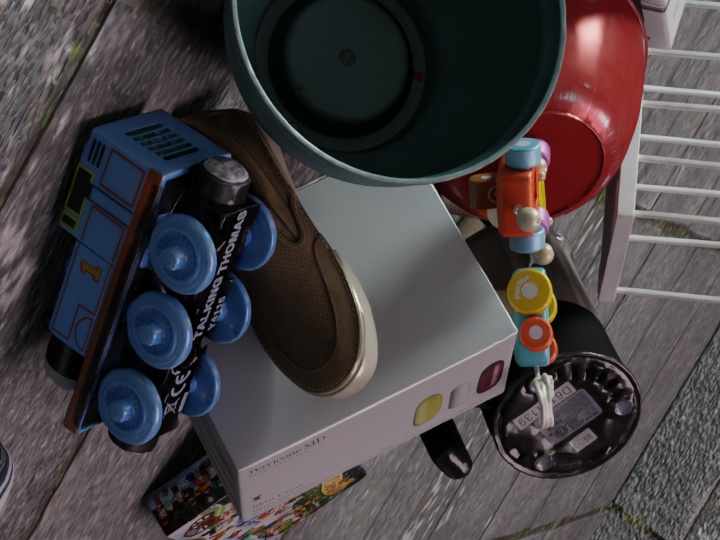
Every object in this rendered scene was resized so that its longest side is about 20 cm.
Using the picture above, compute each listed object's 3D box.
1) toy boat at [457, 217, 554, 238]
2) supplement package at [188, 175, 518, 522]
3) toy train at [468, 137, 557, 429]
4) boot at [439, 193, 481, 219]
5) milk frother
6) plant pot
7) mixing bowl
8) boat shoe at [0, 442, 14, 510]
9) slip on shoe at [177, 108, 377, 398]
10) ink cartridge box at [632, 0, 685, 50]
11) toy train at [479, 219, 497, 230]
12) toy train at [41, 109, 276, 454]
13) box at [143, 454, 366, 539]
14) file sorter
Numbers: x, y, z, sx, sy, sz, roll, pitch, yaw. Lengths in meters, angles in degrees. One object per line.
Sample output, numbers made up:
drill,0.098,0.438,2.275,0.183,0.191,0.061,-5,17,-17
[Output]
toy boat,0.132,0.025,1.819,0.200,0.130,0.131,-51,160,-18
supplement package,-0.023,0.039,1.286,0.199,0.156,0.111,-26,159,-11
toy train,0.095,-0.005,1.285,0.151,0.055,0.202,-75,162,-61
boot,0.117,-0.129,1.506,0.145,0.070,0.202,-13,122,-24
milk frother,0.096,0.039,1.531,0.179,0.189,0.201,-22,125,1
plant pot,0.005,-0.139,1.183,0.201,0.200,0.134,-51,-172,-17
mixing bowl,0.112,-0.106,1.378,0.109,0.198,0.201,-99,-161,-47
boat shoe,-0.251,0.112,1.072,0.200,0.071,0.091,-27,150,-53
slip on shoe,-0.056,-0.013,1.195,0.076,0.201,0.060,-34,157,27
ink cartridge box,0.159,-0.244,1.410,0.200,0.143,0.084,52,56,-71
toy train,0.134,-0.133,1.615,0.085,0.114,0.201,13,107,-28
toy train,-0.125,0.009,1.163,0.086,0.114,0.201,-22,141,-53
box,-0.079,0.172,1.592,0.136,0.038,0.200,-35,161,3
file sorter,0.254,-0.090,1.520,0.139,0.123,0.202,88,10,-63
